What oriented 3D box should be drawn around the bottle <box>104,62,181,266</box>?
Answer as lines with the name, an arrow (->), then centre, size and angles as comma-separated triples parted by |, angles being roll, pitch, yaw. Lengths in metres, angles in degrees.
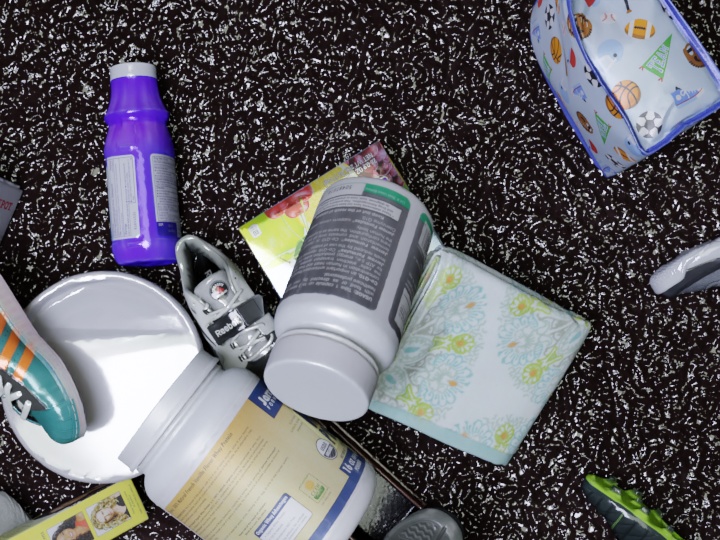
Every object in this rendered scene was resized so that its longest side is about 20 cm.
bottle -> -0.221, -0.105, 1.134 | 0.065, 0.084, 0.201 | -6, 88, 7

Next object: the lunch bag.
lunch bag -> 0.246, -0.210, 1.093 | 0.124, 0.170, 0.200 | -34, 87, -4

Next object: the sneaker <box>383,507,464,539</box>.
sneaker -> 0.071, 0.277, 1.082 | 0.076, 0.200, 0.114 | 30, 44, 24

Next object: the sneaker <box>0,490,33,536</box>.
sneaker -> -0.330, 0.302, 1.133 | 0.200, 0.072, 0.072 | 53, 49, -8

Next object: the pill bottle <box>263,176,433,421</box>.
pill bottle -> -0.011, 0.024, 1.006 | 0.113, 0.113, 0.201 | 19, 56, 1

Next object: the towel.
towel -> 0.108, 0.085, 1.096 | 0.199, 0.048, 0.172 | 26, 103, -25

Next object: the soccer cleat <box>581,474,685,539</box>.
soccer cleat -> 0.290, 0.286, 1.126 | 0.200, 0.068, 0.081 | 40, 101, 1

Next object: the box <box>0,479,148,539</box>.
box -> -0.306, 0.263, 1.072 | 0.200, 0.075, 0.050 | -25, 91, -39

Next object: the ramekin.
ramekin -> -0.246, 0.103, 1.120 | 0.201, 0.094, 0.204 | 0, 88, 1

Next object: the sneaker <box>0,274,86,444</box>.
sneaker -> -0.330, 0.084, 1.026 | 0.080, 0.071, 0.200 | -31, 78, -35

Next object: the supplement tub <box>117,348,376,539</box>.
supplement tub -> -0.101, 0.178, 1.006 | 0.200, 0.144, 0.145 | 38, 88, -3

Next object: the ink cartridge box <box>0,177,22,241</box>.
ink cartridge box -> -0.425, -0.013, 1.100 | 0.084, 0.145, 0.201 | 23, 88, 2

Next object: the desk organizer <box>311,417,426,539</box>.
desk organizer -> -0.030, 0.197, 1.123 | 0.200, 0.077, 0.072 | 42, 88, 2

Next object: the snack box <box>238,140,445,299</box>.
snack box -> 0.000, 0.000, 1.137 | 0.168, 0.068, 0.200 | -32, 89, -2

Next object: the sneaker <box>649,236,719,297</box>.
sneaker -> 0.398, 0.012, 1.129 | 0.199, 0.075, 0.114 | -21, 85, -3

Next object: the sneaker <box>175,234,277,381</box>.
sneaker -> -0.125, 0.046, 1.086 | 0.074, 0.089, 0.200 | -38, 62, -5
